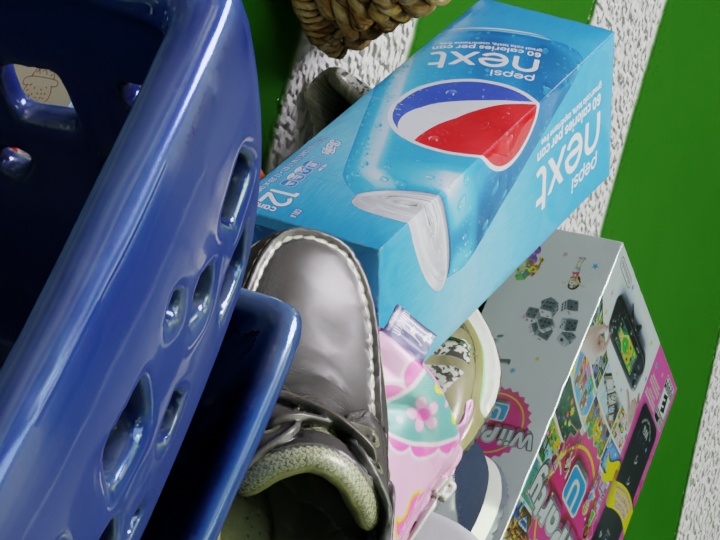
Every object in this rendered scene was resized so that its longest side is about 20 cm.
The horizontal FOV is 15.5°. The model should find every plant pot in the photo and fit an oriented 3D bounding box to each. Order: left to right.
[{"bbox_3d":[-0.135,0.032,0.708,0.180,0.199,0.201,70,38,-57],"label":"plant pot"}]

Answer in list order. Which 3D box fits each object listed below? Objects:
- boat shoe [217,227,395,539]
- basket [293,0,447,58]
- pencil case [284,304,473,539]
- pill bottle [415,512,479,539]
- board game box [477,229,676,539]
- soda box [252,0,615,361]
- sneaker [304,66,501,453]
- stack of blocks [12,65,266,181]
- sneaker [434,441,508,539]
[{"bbox_3d":[-0.019,0.071,0.798,0.066,0.071,0.202,131,-28,-56],"label":"boat shoe"},{"bbox_3d":[0.028,-0.209,1.068,0.143,0.149,0.200,48,49,-17],"label":"basket"},{"bbox_3d":[-0.033,0.106,0.865,0.201,0.087,0.088,-61,148,-34],"label":"pencil case"},{"bbox_3d":[-0.003,0.203,1.033,0.120,0.119,0.201,-40,135,-52],"label":"pill bottle"},{"bbox_3d":[0.086,0.102,1.316,0.201,0.064,0.148,-65,150,-25],"label":"board game box"},{"bbox_3d":[0.028,-0.030,1.004,0.200,0.064,0.068,-43,142,-49],"label":"soda box"},{"bbox_3d":[0.000,0.000,1.071,0.088,0.077,0.201,37,36,-39],"label":"sneaker"},{"bbox_3d":[-0.088,-0.004,0.931,0.116,0.058,0.200,-68,152,-22],"label":"stack of blocks"},{"bbox_3d":[-0.004,0.146,1.164,0.082,0.070,0.201,49,51,-39],"label":"sneaker"}]
